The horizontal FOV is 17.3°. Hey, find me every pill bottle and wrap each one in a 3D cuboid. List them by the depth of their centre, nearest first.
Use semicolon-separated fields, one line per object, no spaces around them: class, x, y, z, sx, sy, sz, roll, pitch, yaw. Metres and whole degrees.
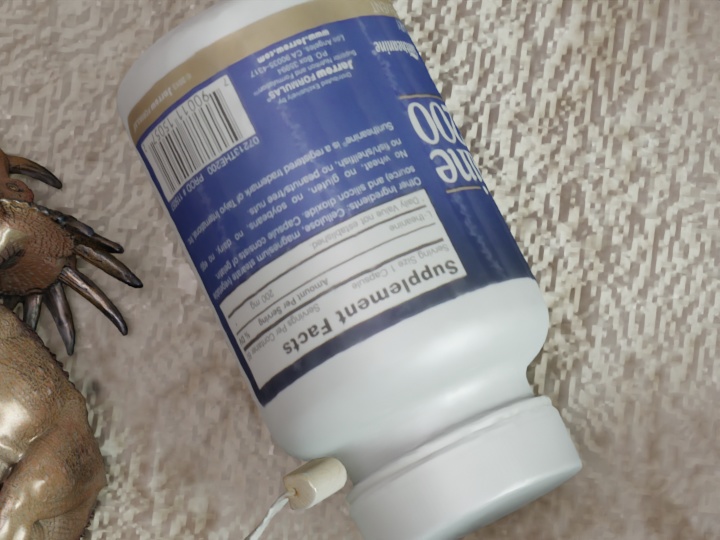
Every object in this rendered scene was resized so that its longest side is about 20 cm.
pill bottle;0.000;0.000;0.858;0.111;0.111;0.200;-28;79;7

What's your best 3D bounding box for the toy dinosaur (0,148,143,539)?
toy dinosaur;-0.134;0.051;0.899;0.086;0.136;0.200;-1;108;40

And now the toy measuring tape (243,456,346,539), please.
toy measuring tape;-0.046;0.152;0.849;0.074;0.074;0.200;46;123;13
